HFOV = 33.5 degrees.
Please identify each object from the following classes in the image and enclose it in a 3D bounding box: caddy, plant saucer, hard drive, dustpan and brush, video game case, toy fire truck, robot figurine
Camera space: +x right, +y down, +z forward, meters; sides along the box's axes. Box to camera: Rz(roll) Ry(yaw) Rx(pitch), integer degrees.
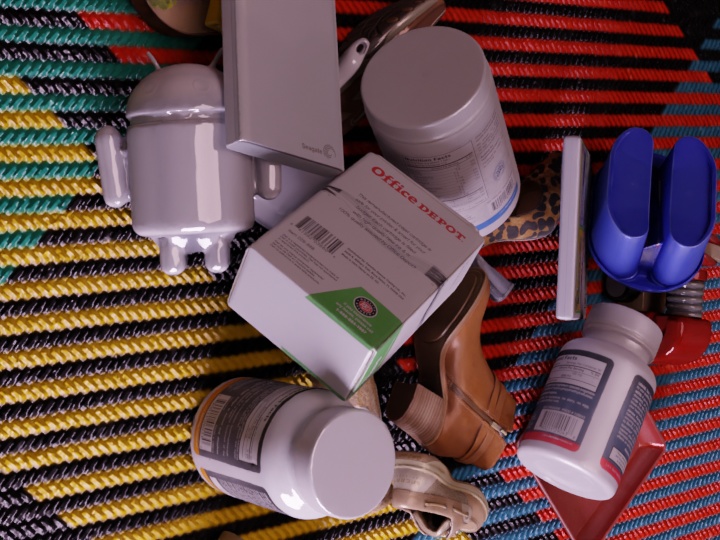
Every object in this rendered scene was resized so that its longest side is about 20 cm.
[{"bbox_3d":[0.346,-0.071,1.421,0.140,0.105,0.202,10,59,4],"label":"caddy"},{"bbox_3d":[0.277,0.213,1.468,0.200,0.037,0.201,-46,117,-28],"label":"plant saucer"},{"bbox_3d":[-0.071,-0.196,1.088,0.131,0.026,0.203,12,70,-46],"label":"hard drive"},{"bbox_3d":[-0.052,-0.140,1.167,0.139,0.057,0.200,33,108,-23],"label":"dustpan and brush"},{"bbox_3d":[0.249,-0.044,1.389,0.182,0.022,0.203,8,85,-75],"label":"video game case"},{"bbox_3d":[0.414,0.030,1.468,0.128,0.199,0.179,7,86,-37],"label":"toy fire truck"},{"bbox_3d":[-0.155,-0.098,1.082,0.167,0.113,0.203,-3,93,-10],"label":"robot figurine"}]

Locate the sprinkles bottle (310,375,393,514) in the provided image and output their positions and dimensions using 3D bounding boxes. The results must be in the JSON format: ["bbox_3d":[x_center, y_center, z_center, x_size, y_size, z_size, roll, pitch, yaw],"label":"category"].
[{"bbox_3d":[-0.012,0.145,1.208,0.068,0.068,0.202,-23,113,-35],"label":"sprinkles bottle"}]

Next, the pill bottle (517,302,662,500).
[{"bbox_3d":[0.269,0.146,1.364,0.119,0.119,0.201,40,68,-31],"label":"pill bottle"}]

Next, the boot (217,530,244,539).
[{"bbox_3d":[-0.130,0.378,1.141,0.175,0.066,0.201,42,65,-17],"label":"boot"}]

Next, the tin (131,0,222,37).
[{"bbox_3d":[-0.133,-0.281,1.145,0.198,0.042,0.113,-12,94,-38],"label":"tin"}]

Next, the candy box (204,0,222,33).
[{"bbox_3d":[-0.082,-0.312,1.146,0.102,0.026,0.203,19,79,-41],"label":"candy box"}]

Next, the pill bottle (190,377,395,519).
[{"bbox_3d":[-0.064,0.164,1.101,0.115,0.199,0.118,-1,92,-37],"label":"pill bottle"}]

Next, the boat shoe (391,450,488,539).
[{"bbox_3d":[0.079,0.251,1.268,0.200,0.071,0.065,44,51,-51],"label":"boat shoe"}]

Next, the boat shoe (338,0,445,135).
[{"bbox_3d":[0.019,-0.216,1.246,0.200,0.075,0.072,-43,119,-19],"label":"boat shoe"}]

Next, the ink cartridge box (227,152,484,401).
[{"bbox_3d":[0.000,0.000,1.091,0.146,0.084,0.200,38,46,12],"label":"ink cartridge box"}]

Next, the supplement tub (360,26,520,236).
[{"bbox_3d":[0.085,-0.133,1.213,0.133,0.131,0.201,-58,149,-22],"label":"supplement tub"}]

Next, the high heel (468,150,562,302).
[{"bbox_3d":[0.156,-0.084,1.351,0.142,0.071,0.201,39,71,-30],"label":"high heel"}]

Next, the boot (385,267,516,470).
[{"bbox_3d":[0.128,0.114,1.324,0.155,0.076,0.202,32,74,-32],"label":"boot"}]
